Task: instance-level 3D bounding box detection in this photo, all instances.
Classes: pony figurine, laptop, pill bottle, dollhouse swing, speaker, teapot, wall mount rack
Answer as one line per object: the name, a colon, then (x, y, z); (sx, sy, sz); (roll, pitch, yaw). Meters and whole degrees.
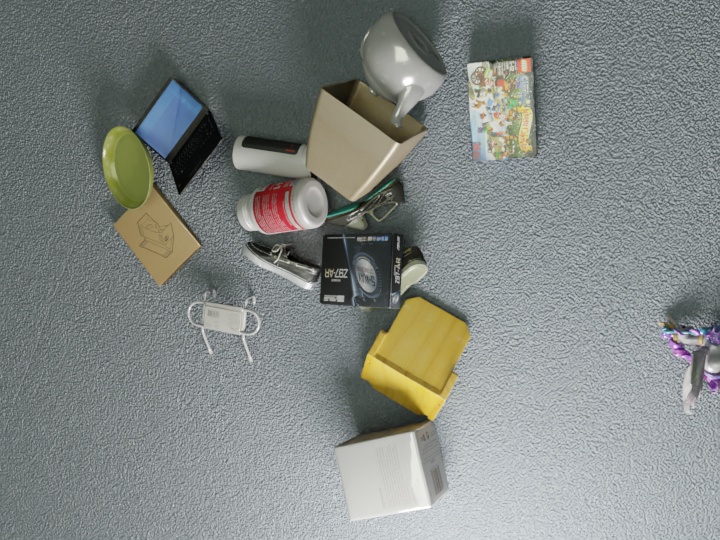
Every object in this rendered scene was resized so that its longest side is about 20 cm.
pony figurine: (0.697, 0.180, 1.320); (0.197, 0.167, 0.196); (0, 68, 20)
laptop: (-0.436, -0.318, 1.573); (0.177, 0.103, 0.201); (-46, 48, 20)
pill bottle: (-0.182, -0.143, 1.518); (0.197, 0.112, 0.114); (-5, 99, 32)
dollhouse swing: (0.134, 0.198, 1.538); (0.198, 0.177, 0.183); (28, 148, 9)
speaker: (-0.189, -0.258, 1.526); (0.197, 0.081, 0.083); (11, 103, 15)
teapot: (0.071, -0.421, 1.372); (0.146, 0.200, 0.198); (-38, 100, 30)
wall mount rack: (-0.329, 0.140, 1.649); (0.197, 0.074, 0.177); (9, 99, 15)

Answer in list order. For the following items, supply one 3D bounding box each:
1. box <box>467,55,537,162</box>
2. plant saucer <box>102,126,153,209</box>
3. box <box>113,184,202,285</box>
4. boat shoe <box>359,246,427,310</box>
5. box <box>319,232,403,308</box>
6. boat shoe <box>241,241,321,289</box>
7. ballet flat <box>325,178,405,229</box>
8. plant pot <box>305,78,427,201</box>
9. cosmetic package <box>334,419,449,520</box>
box: (0.296, -0.335, 1.389); (0.134, 0.038, 0.204); (-2, 99, 17)
plant saucer: (-0.568, -0.253, 1.639); (0.198, 0.031, 0.204); (13, 112, 35)
box: (-0.515, -0.090, 1.686); (0.163, 0.021, 0.201); (-40, 86, 19)
boat shoe: (0.070, 0.021, 1.511); (0.200, 0.071, 0.061); (-37, 47, 30)
box: (0.000, 0.000, 1.487); (0.198, 0.043, 0.163); (2, 87, 36)
boat shoe: (-0.184, -0.029, 1.569); (0.197, 0.074, 0.069); (30, 111, 9)
ballet flat: (0.013, -0.133, 1.498); (0.198, 0.068, 0.069); (-25, 101, 20)
plant pot: (-0.005, -0.268, 1.419); (0.199, 0.200, 0.178); (36, 119, 7)
cosmetic package: (0.073, 0.452, 1.515); (0.197, 0.167, 0.169); (-17, 81, 19)
